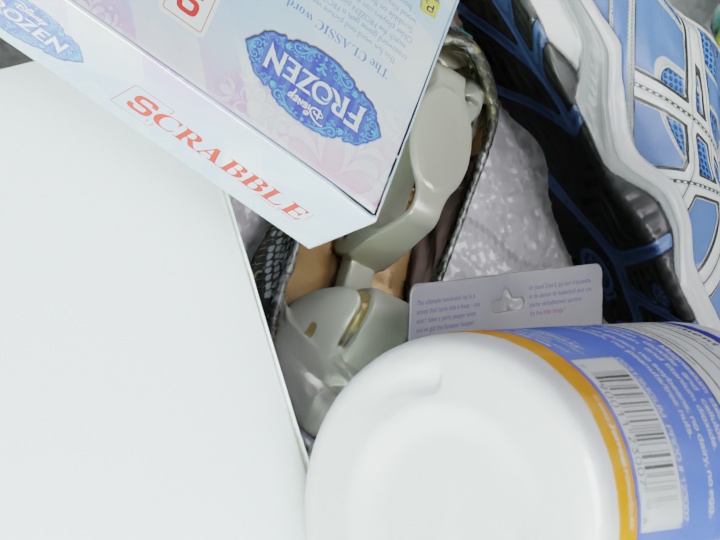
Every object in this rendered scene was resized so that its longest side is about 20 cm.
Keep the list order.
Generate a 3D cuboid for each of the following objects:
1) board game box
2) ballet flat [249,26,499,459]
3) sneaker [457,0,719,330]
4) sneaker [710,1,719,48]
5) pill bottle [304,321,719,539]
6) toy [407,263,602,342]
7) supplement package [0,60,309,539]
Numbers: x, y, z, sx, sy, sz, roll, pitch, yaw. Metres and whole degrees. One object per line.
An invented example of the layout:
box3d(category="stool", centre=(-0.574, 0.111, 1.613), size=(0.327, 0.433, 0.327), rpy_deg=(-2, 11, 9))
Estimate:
box3d(category="board game box", centre=(-0.049, -0.143, 0.884), size=(0.200, 0.041, 0.200), rpy_deg=(35, 59, -22))
box3d(category="ballet flat", centre=(0.000, 0.000, 1.004), size=(0.072, 0.072, 0.201), rpy_deg=(27, 71, -23))
box3d(category="sneaker", centre=(0.109, -0.045, 1.064), size=(0.077, 0.076, 0.201), rpy_deg=(-26, 98, -22))
box3d(category="sneaker", centre=(0.161, -0.146, 1.089), size=(0.200, 0.079, 0.131), rpy_deg=(49, 63, -13))
box3d(category="pill bottle", centre=(0.081, 0.073, 0.933), size=(0.200, 0.112, 0.113), rpy_deg=(0, 82, -55))
box3d(category="toy", centre=(0.033, 0.100, 1.006), size=(0.115, 0.047, 0.201), rpy_deg=(-6, 98, -53))
box3d(category="supplement package", centre=(-0.115, 0.044, 0.909), size=(0.155, 0.111, 0.201), rpy_deg=(-17, 90, -30))
